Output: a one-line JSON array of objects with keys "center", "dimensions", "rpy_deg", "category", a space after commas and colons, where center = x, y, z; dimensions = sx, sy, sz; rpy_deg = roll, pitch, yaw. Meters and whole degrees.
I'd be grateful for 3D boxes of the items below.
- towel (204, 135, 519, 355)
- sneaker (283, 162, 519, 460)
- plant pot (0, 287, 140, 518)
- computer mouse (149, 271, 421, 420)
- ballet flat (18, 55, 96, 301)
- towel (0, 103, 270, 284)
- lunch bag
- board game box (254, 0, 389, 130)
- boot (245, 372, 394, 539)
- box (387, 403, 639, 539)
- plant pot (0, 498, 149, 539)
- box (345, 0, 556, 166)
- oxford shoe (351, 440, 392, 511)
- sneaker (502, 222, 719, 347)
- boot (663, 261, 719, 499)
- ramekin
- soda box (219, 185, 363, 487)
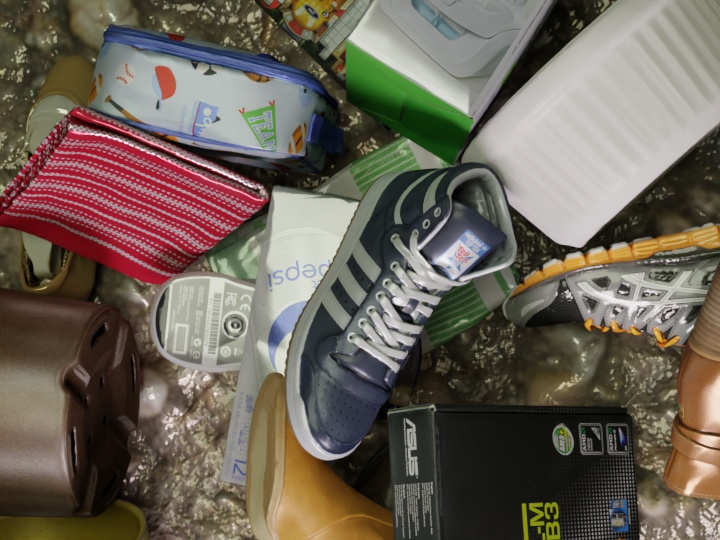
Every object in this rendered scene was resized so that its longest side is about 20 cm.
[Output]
[{"center": [0.000, 0.000, 1.160], "dimensions": [0.200, 0.023, 0.153], "rpy_deg": [-29, 75, 13], "category": "towel"}, {"center": [0.027, 0.019, 0.984], "dimensions": [0.108, 0.070, 0.200], "rpy_deg": [-10, 53, 51], "category": "sneaker"}, {"center": [-0.273, 0.093, 1.162], "dimensions": [0.198, 0.200, 0.201], "rpy_deg": [4, 84, 11], "category": "plant pot"}, {"center": [-0.050, 0.039, 1.143], "dimensions": [0.200, 0.044, 0.110], "rpy_deg": [8, 92, 14], "category": "computer mouse"}, {"center": [-0.226, -0.070, 1.224], "dimensions": [0.068, 0.063, 0.200], "rpy_deg": [-4, 81, 20], "category": "ballet flat"}, {"center": [-0.162, -0.045, 1.115], "dimensions": [0.144, 0.200, 0.023], "rpy_deg": [23, 65, -19], "category": "towel"}, {"center": [-0.092, -0.113, 1.114], "dimensions": [0.160, 0.200, 0.076], "rpy_deg": [11, 92, 6], "category": "lunch bag"}, {"center": [-0.013, -0.207, 1.194], "dimensions": [0.105, 0.023, 0.200], "rpy_deg": [-46, 72, 5], "category": "board game box"}, {"center": [0.005, 0.164, 1.027], "dimensions": [0.144, 0.071, 0.202], "rpy_deg": [0, 83, -18], "category": "boot"}, {"center": [0.102, 0.184, 1.015], "dimensions": [0.047, 0.193, 0.200], "rpy_deg": [-11, 77, 43], "category": "box"}, {"center": [-0.229, 0.265, 1.131], "dimensions": [0.200, 0.200, 0.142], "rpy_deg": [-8, 105, 17], "category": "plant pot"}, {"center": [0.076, -0.175, 1.047], "dimensions": [0.097, 0.200, 0.177], "rpy_deg": [31, 87, 2], "category": "box"}, {"center": [0.019, 0.177, 1.090], "dimensions": [0.200, 0.084, 0.073], "rpy_deg": [-44, 113, 13], "category": "oxford shoe"}, {"center": [0.191, 0.016, 1.068], "dimensions": [0.200, 0.078, 0.077], "rpy_deg": [-12, 88, 18], "category": "sneaker"}, {"center": [0.289, 0.074, 1.026], "dimensions": [0.200, 0.074, 0.155], "rpy_deg": [5, 112, -13], "category": "boot"}, {"center": [0.167, -0.100, 1.031], "dimensions": [0.202, 0.202, 0.094], "rpy_deg": [-42, 84, 9], "category": "ramekin"}, {"center": [-0.038, 0.047, 1.083], "dimensions": [0.063, 0.068, 0.200], "rpy_deg": [11, 92, 13], "category": "soda box"}]
